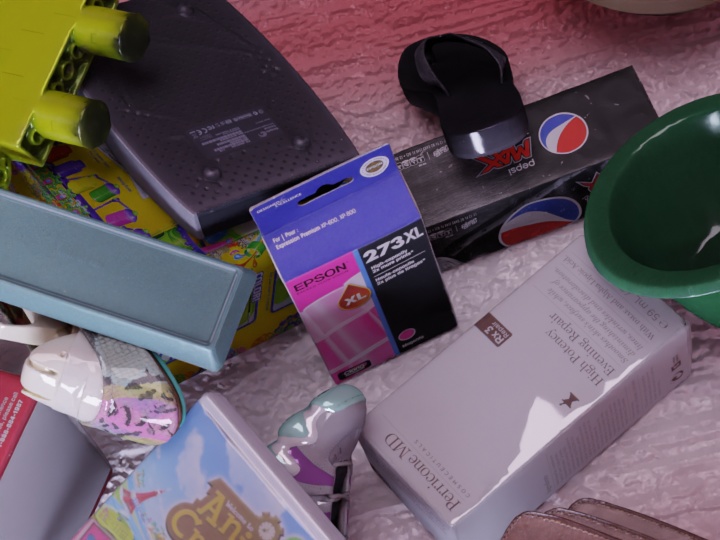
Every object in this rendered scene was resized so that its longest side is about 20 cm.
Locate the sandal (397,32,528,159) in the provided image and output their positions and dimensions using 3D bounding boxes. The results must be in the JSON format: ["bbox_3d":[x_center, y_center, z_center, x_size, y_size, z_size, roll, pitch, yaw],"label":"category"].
[{"bbox_3d":[0.072,-0.134,1.274,0.076,0.043,0.200,-22,25,-3],"label":"sandal"}]

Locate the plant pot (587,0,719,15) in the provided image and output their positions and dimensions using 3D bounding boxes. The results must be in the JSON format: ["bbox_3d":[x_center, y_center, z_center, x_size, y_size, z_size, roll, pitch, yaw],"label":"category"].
[{"bbox_3d":[0.218,-0.251,1.329,0.200,0.093,0.201,-6,58,9],"label":"plant pot"}]

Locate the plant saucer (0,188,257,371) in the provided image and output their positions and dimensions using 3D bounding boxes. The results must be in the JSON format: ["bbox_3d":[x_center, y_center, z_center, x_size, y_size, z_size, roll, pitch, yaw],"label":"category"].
[{"bbox_3d":[-0.166,-0.002,1.098,0.200,0.019,0.070,18,65,4],"label":"plant saucer"}]

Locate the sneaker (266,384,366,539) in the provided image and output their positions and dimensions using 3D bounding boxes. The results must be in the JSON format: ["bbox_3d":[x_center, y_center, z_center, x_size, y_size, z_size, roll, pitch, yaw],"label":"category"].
[{"bbox_3d":[-0.016,0.181,1.127,0.140,0.078,0.200,34,103,19],"label":"sneaker"}]

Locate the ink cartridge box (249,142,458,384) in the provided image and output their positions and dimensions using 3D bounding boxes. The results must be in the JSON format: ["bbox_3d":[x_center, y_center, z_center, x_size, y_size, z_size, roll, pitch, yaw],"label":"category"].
[{"bbox_3d":[0.000,0.000,1.170,0.095,0.200,0.037,-26,58,-1],"label":"ink cartridge box"}]

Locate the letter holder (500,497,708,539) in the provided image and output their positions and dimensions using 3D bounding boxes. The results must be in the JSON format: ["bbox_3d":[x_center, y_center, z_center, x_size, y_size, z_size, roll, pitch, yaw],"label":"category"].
[{"bbox_3d":[0.180,0.204,1.070,0.200,0.101,0.142,24,66,24],"label":"letter holder"}]

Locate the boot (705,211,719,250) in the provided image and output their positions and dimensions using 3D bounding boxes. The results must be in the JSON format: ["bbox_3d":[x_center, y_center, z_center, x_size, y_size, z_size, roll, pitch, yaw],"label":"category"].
[{"bbox_3d":[0.344,-0.036,1.187,0.200,0.073,0.182,19,80,29],"label":"boot"}]

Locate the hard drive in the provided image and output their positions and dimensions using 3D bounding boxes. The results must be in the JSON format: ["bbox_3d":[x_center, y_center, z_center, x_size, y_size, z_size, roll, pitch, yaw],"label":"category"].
[{"bbox_3d":[-0.105,-0.104,1.183,0.135,0.042,0.200,-22,52,-27],"label":"hard drive"}]

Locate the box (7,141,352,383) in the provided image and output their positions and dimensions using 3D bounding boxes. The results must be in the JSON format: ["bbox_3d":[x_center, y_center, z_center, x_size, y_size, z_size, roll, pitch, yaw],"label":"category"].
[{"bbox_3d":[-0.129,-0.047,1.239,0.192,0.122,0.200,-25,55,-28],"label":"box"}]

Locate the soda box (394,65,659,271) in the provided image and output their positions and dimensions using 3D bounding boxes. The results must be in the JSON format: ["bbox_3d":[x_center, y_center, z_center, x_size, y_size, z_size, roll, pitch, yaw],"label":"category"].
[{"bbox_3d":[0.108,-0.065,1.263,0.200,0.063,0.071,-21,58,1],"label":"soda box"}]

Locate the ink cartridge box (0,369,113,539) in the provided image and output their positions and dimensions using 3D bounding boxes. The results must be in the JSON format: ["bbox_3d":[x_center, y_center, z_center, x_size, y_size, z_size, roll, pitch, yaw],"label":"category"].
[{"bbox_3d":[-0.294,0.138,1.189,0.200,0.145,0.146,15,67,19],"label":"ink cartridge box"}]

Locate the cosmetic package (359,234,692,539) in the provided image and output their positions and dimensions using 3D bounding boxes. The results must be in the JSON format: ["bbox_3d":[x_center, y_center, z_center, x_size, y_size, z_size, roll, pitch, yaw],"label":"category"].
[{"bbox_3d":[0.105,0.081,1.174,0.200,0.074,0.102,-40,59,-12],"label":"cosmetic package"}]

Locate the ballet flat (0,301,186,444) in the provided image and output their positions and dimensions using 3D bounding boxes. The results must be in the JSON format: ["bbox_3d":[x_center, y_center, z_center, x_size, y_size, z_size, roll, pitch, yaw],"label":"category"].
[{"bbox_3d":[-0.187,0.039,1.121,0.071,0.069,0.200,-9,46,-45],"label":"ballet flat"}]

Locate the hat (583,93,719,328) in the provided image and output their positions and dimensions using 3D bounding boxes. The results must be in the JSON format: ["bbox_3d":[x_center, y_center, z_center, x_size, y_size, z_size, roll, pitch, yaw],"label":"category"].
[{"bbox_3d":[0.251,0.014,1.171,0.165,0.176,0.200,-19,40,21],"label":"hat"}]

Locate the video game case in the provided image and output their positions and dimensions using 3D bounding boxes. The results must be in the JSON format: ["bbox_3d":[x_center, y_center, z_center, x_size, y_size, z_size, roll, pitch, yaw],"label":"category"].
[{"bbox_3d":[-0.084,0.206,1.102,0.182,0.022,0.200,-47,73,16],"label":"video game case"}]

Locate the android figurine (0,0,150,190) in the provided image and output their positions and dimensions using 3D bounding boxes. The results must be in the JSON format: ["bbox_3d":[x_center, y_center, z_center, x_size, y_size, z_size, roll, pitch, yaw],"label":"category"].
[{"bbox_3d":[-0.231,-0.135,1.173,0.200,0.041,0.182,12,73,30],"label":"android figurine"}]
